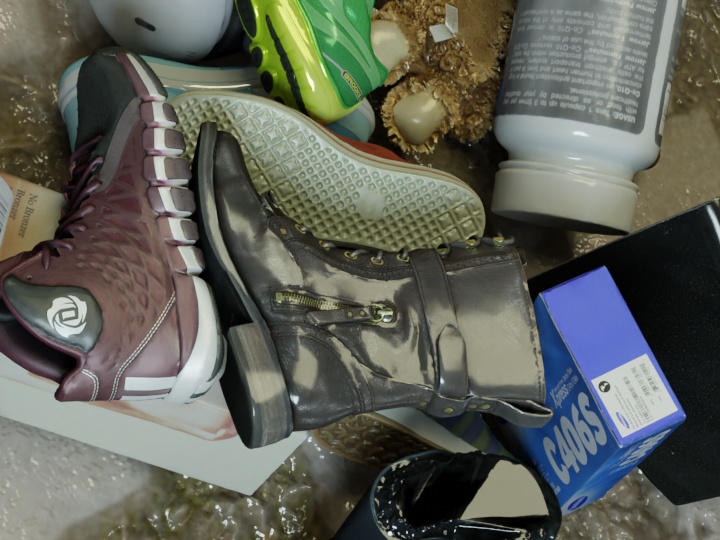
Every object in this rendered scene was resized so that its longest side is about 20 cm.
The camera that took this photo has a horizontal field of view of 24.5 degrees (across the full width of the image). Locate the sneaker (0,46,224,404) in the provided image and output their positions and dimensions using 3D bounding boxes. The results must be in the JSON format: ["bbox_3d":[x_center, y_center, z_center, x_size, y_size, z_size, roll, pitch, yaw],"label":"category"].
[{"bbox_3d":[-0.146,-0.024,0.843,0.115,0.076,0.201,-6,67,-27],"label":"sneaker"}]

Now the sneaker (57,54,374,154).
[{"bbox_3d":[-0.082,-0.056,1.006,0.199,0.080,0.131,2,60,-17],"label":"sneaker"}]

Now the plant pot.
[{"bbox_3d":[0.254,0.038,1.071,0.199,0.200,0.178,-21,86,-36],"label":"plant pot"}]

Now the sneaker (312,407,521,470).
[{"bbox_3d":[0.046,0.081,0.962,0.200,0.067,0.090,35,46,-43],"label":"sneaker"}]

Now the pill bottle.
[{"bbox_3d":[0.151,-0.129,1.109,0.113,0.114,0.201,12,88,-23],"label":"pill bottle"}]

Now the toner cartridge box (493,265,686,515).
[{"bbox_3d":[0.124,0.077,0.962,0.043,0.200,0.095,-21,73,-12],"label":"toner cartridge box"}]

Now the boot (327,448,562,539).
[{"bbox_3d":[0.066,0.164,0.900,0.200,0.168,0.077,12,57,-23],"label":"boot"}]

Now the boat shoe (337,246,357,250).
[{"bbox_3d":[0.000,0.000,1.027,0.200,0.065,0.072,1,42,-38],"label":"boat shoe"}]

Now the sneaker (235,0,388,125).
[{"bbox_3d":[-0.036,-0.187,0.974,0.083,0.074,0.201,-24,108,-32],"label":"sneaker"}]

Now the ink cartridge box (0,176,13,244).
[{"bbox_3d":[-0.274,0.051,0.794,0.047,0.199,0.198,48,37,-45],"label":"ink cartridge box"}]

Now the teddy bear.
[{"bbox_3d":[0.053,-0.156,1.137,0.145,0.067,0.200,43,48,-21],"label":"teddy bear"}]

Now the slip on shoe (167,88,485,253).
[{"bbox_3d":[-0.025,-0.053,0.966,0.199,0.061,0.074,16,99,-15],"label":"slip on shoe"}]

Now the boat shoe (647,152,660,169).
[{"bbox_3d":[0.172,-0.162,1.218,0.072,0.072,0.201,3,61,-43],"label":"boat shoe"}]

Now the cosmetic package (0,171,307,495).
[{"bbox_3d":[-0.128,0.037,0.918,0.199,0.087,0.104,19,54,-18],"label":"cosmetic package"}]

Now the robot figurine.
[{"bbox_3d":[-0.080,-0.204,1.059,0.200,0.150,0.125,-23,113,-37],"label":"robot figurine"}]

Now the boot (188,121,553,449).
[{"bbox_3d":[0.003,0.003,0.883,0.174,0.069,0.201,-9,68,-17],"label":"boot"}]
